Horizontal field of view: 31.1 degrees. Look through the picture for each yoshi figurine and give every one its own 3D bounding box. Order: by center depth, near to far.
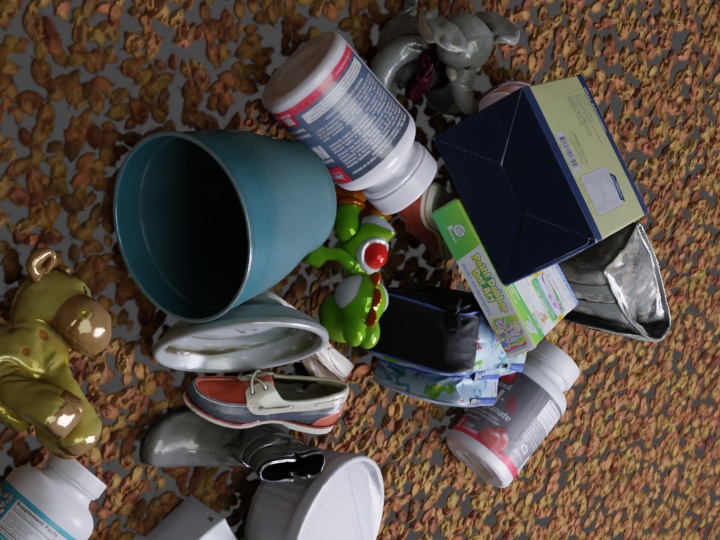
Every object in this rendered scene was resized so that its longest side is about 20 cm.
[{"bbox_3d":[-0.013,0.003,1.570,0.112,0.111,0.201,81,10,-68],"label":"yoshi figurine"}]

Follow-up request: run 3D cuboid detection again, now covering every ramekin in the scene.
[{"bbox_3d":[-0.061,0.314,1.622,0.202,0.094,0.204,-32,130,-48],"label":"ramekin"}]

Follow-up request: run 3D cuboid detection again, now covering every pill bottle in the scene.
[{"bbox_3d":[-0.362,0.287,1.379,0.200,0.111,0.111,-51,130,-15],"label":"pill bottle"},{"bbox_3d":[-0.007,-0.163,1.484,0.200,0.119,0.120,45,75,-24],"label":"pill bottle"},{"bbox_3d":[0.221,0.198,1.834,0.200,0.110,0.111,-49,130,-16],"label":"pill bottle"}]

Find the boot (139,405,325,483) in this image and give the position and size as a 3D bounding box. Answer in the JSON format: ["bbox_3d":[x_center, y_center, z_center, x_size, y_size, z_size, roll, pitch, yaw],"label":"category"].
[{"bbox_3d":[-0.146,0.210,1.518,0.199,0.130,0.068,-2,107,-39],"label":"boot"}]

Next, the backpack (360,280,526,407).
[{"bbox_3d":[0.116,0.096,1.664,0.199,0.182,0.148,1,98,-51],"label":"backpack"}]

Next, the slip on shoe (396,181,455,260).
[{"bbox_3d":[0.088,-0.066,1.644,0.200,0.061,0.075,43,59,-68],"label":"slip on shoe"}]

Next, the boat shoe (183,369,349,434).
[{"bbox_3d":[-0.110,0.148,1.539,0.199,0.071,0.063,11,127,-23],"label":"boat shoe"}]

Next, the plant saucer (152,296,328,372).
[{"bbox_3d":[-0.136,0.068,1.463,0.199,0.200,0.051,9,67,-41],"label":"plant saucer"}]

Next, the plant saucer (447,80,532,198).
[{"bbox_3d":[0.185,-0.155,1.734,0.199,0.034,0.202,-14,113,-36],"label":"plant saucer"}]

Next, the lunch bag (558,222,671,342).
[{"bbox_3d":[0.337,0.022,1.834,0.118,0.163,0.200,-51,129,-21],"label":"lunch bag"}]

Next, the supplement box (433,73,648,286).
[{"bbox_3d":[0.223,-0.114,1.573,0.199,0.134,0.201,-22,86,-58],"label":"supplement box"}]

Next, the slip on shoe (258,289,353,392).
[{"bbox_3d":[-0.083,0.086,1.572,0.061,0.076,0.200,-50,137,-8],"label":"slip on shoe"}]

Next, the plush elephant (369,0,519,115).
[{"bbox_3d":[0.101,-0.252,1.547,0.164,0.154,0.201,-13,114,-36],"label":"plush elephant"}]

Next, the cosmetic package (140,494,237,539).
[{"bbox_3d":[-0.186,0.387,1.582,0.113,0.081,0.201,-39,125,-23],"label":"cosmetic package"}]

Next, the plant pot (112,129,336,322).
[{"bbox_3d":[-0.133,-0.065,1.407,0.188,0.199,0.202,-22,119,-50],"label":"plant pot"}]

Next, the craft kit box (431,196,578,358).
[{"bbox_3d":[0.185,-0.012,1.616,0.201,0.048,0.197,62,26,0],"label":"craft kit box"}]

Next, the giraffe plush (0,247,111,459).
[{"bbox_3d":[-0.325,0.076,1.332,0.199,0.173,0.163,35,69,-7],"label":"giraffe plush"}]
